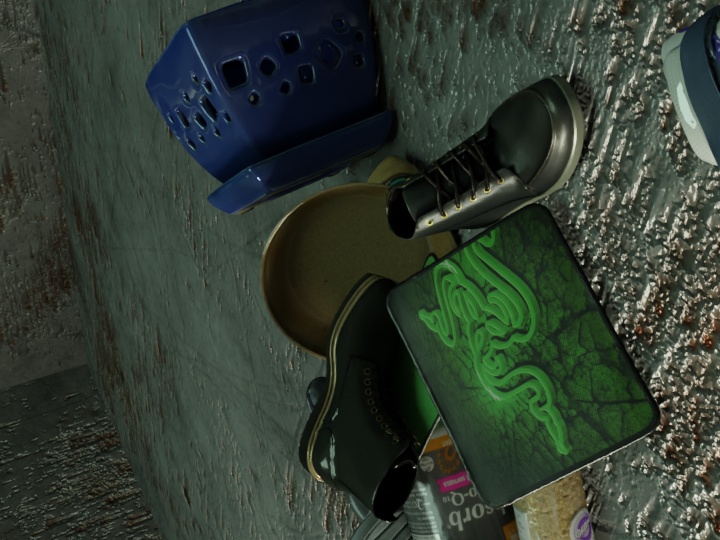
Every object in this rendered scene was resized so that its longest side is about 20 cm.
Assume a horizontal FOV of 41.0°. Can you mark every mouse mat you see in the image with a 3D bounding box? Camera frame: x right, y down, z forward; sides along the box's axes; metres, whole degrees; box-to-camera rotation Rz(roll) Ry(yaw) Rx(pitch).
[{"bbox_3d":[0.123,0.068,0.770,0.160,0.008,0.202,-32,73,20],"label":"mouse mat"},{"bbox_3d":[0.047,0.101,0.900,0.161,0.007,0.201,-110,40,-57],"label":"mouse mat"}]

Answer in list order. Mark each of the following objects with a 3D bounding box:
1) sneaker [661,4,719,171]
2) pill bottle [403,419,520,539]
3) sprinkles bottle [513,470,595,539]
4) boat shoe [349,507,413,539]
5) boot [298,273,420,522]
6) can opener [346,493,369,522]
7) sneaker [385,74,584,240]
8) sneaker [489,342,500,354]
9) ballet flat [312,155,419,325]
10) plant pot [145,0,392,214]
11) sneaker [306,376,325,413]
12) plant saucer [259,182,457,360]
[{"bbox_3d":[0.211,-0.145,0.514,0.146,0.080,0.202,18,127,57],"label":"sneaker"},{"bbox_3d":[0.102,0.237,0.945,0.116,0.115,0.202,-25,83,65],"label":"pill bottle"},{"bbox_3d":[0.170,0.223,0.846,0.068,0.068,0.202,6,111,64],"label":"sprinkles bottle"},{"bbox_3d":[0.037,0.271,1.000,0.066,0.199,0.074,-21,89,39],"label":"boat shoe"},{"bbox_3d":[0.024,0.113,0.872,0.138,0.077,0.202,20,98,58],"label":"boot"},{"bbox_3d":[0.039,0.339,1.194,0.053,0.066,0.202,107,142,-70],"label":"can opener"},{"bbox_3d":[0.096,-0.077,0.773,0.075,0.105,0.200,66,155,17],"label":"sneaker"},{"bbox_3d":[0.095,0.079,0.880,0.201,0.075,0.080,113,170,-56],"label":"sneaker"},{"bbox_3d":[0.004,-0.030,1.000,0.201,0.068,0.063,-57,31,22],"label":"ballet flat"},{"bbox_3d":[-0.090,-0.175,1.016,0.200,0.199,0.181,-15,98,66],"label":"plant pot"},{"bbox_3d":[0.010,0.189,1.187,0.200,0.074,0.088,48,133,28],"label":"sneaker"},{"bbox_3d":[0.000,0.000,0.955,0.036,0.198,0.202,-96,3,-63],"label":"plant saucer"}]
